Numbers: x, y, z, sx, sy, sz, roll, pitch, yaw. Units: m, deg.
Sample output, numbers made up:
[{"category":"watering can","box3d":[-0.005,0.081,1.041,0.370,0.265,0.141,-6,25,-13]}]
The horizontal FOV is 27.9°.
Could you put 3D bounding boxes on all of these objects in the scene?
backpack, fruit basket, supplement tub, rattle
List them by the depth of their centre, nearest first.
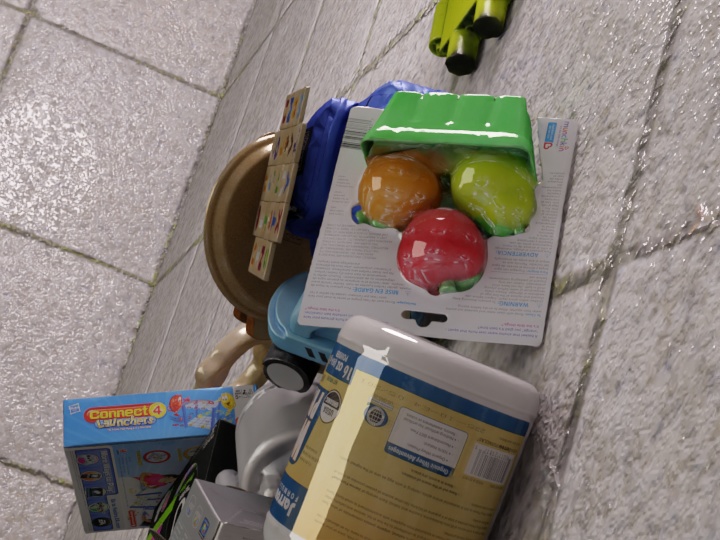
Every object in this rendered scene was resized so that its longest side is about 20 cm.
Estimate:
[{"category":"supplement tub","box3d":[0.021,0.146,0.968,0.201,0.144,0.145,-68,14,-1]},{"category":"fruit basket","box3d":[0.062,-0.035,1.090,0.094,0.184,0.201,63,-146,-61]},{"category":"backpack","box3d":[0.023,-0.073,1.264,0.200,0.167,0.164,159,121,-69]},{"category":"rattle","box3d":[-0.086,0.112,1.659,0.200,0.142,0.131,-33,-47,-33]}]

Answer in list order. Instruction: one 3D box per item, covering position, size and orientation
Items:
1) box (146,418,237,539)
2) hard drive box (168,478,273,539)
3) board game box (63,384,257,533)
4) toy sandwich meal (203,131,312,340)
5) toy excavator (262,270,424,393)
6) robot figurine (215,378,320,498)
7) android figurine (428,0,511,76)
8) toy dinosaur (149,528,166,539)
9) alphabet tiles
[{"category":"box","box3d":[-0.133,0.270,1.421,0.200,0.124,0.149,-52,20,45]},{"category":"hard drive box","box3d":[-0.093,0.285,1.151,0.201,0.155,0.077,-65,29,9]},{"category":"board game box","box3d":[-0.200,0.198,1.504,0.201,0.194,0.056,96,168,-55]},{"category":"toy sandwich meal","box3d":[-0.082,-0.038,1.436,0.070,0.204,0.206,13,81,53]},{"category":"toy excavator","box3d":[0.013,0.031,1.202,0.201,0.193,0.100,91,-157,-52]},{"category":"robot figurine","box3d":[-0.055,0.167,1.297,0.169,0.113,0.200,-25,21,3]},{"category":"android figurine","box3d":[0.125,-0.299,1.480,0.182,0.041,0.201,130,156,-53]},{"category":"toy dinosaur","box3d":[-0.127,0.259,1.226,0.077,0.200,0.103,-2,47,43]},{"category":"alphabet tiles","box3d":[-0.073,-0.077,1.278,0.200,0.006,0.168,-161,83,-80]}]
